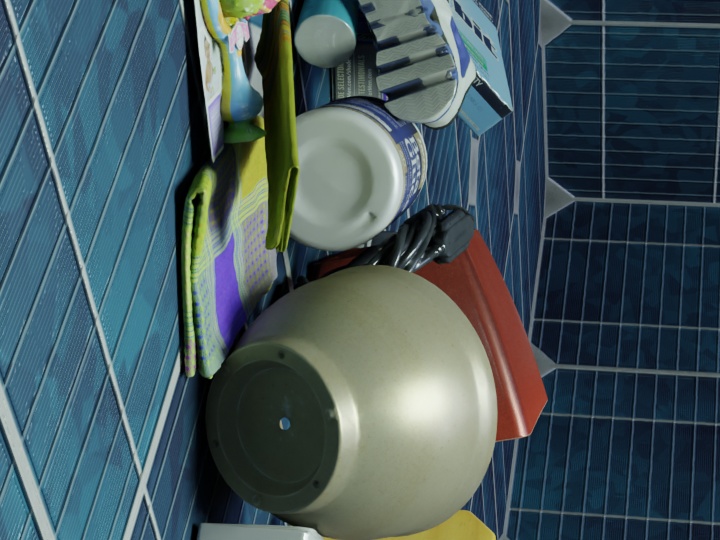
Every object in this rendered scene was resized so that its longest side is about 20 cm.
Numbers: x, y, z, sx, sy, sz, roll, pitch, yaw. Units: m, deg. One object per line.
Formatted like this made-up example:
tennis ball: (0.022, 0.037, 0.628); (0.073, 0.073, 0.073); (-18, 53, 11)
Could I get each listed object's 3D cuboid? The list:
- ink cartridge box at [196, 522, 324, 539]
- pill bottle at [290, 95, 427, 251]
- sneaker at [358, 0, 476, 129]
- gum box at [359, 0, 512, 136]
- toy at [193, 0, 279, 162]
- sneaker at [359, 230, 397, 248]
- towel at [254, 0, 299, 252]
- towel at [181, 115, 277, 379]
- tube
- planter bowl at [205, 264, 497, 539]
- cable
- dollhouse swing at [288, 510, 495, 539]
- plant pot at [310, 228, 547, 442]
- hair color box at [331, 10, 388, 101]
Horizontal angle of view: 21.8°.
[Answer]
ink cartridge box: (-0.073, 0.288, 1.316); (0.147, 0.083, 0.200); (64, 31, -69)
pill bottle: (-0.006, -0.084, 1.510); (0.200, 0.111, 0.111); (-44, 136, -76)
sneaker: (0.044, -0.200, 1.546); (0.115, 0.081, 0.199); (43, 37, -72)
gum box: (0.063, -0.235, 1.696); (0.170, 0.045, 0.200); (44, 22, -25)
toy: (-0.079, -0.183, 1.253); (0.115, 0.047, 0.200); (-65, 156, -69)
sneaker: (0.031, 0.060, 1.858); (0.078, 0.079, 0.200); (-53, 146, -74)
towel: (-0.059, -0.113, 1.301); (0.086, 0.018, 0.200); (100, -12, -47)
towel: (-0.090, -0.021, 1.310); (0.200, 0.023, 0.144); (-59, 151, -70)
tube: (-0.022, -0.246, 1.586); (0.200, 0.050, 0.077); (-83, -175, -51)
planter bowl: (-0.024, 0.101, 1.315); (0.135, 0.200, 0.200); (-8, 102, -53)
cable: (0.000, 0.000, 1.486); (0.051, 0.163, 0.200); (64, 27, -8)
dollhouse swing: (0.017, 0.311, 1.497); (0.176, 0.200, 0.182); (-71, 161, -59)
plant pot: (0.047, 0.062, 1.680); (0.200, 0.200, 0.176); (-26, 106, -79)
hair color box: (0.021, -0.194, 1.774); (0.200, 0.065, 0.109); (-64, 155, -63)
